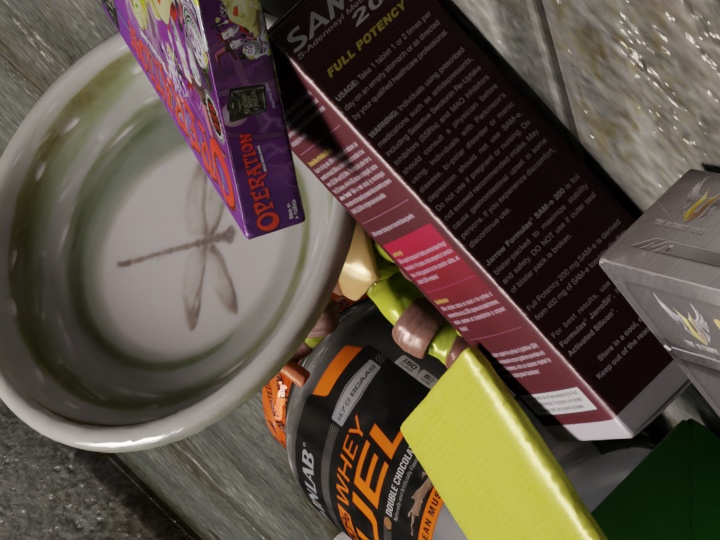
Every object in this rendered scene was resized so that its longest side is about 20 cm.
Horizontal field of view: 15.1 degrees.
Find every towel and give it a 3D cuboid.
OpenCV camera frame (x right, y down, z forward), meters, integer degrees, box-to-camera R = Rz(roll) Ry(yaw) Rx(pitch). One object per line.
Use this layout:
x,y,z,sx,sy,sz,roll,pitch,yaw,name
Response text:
0.087,0.126,1.075,0.200,0.018,0.086,56,149,12,towel

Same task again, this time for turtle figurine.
0.000,0.000,1.201,0.161,0.064,0.201,34,125,32,turtle figurine

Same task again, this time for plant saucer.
-0.076,-0.013,1.152,0.200,0.200,0.050,38,-178,39,plant saucer

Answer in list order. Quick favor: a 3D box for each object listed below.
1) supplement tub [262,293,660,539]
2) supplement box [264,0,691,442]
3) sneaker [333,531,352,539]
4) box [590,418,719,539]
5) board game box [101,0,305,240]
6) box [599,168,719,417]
0.048,0.088,1.258,0.200,0.122,0.123,35,164,46,supplement tub
0.042,-0.027,1.034,0.200,0.061,0.109,47,169,-5,supplement box
0.038,0.139,1.343,0.099,0.200,0.075,-4,132,17,sneaker
0.194,0.184,1.121,0.200,0.097,0.177,37,163,39,box
-0.073,-0.112,1.049,0.200,0.032,0.120,-125,15,-53,board game box
0.175,0.049,0.835,0.159,0.048,0.200,51,168,-18,box
